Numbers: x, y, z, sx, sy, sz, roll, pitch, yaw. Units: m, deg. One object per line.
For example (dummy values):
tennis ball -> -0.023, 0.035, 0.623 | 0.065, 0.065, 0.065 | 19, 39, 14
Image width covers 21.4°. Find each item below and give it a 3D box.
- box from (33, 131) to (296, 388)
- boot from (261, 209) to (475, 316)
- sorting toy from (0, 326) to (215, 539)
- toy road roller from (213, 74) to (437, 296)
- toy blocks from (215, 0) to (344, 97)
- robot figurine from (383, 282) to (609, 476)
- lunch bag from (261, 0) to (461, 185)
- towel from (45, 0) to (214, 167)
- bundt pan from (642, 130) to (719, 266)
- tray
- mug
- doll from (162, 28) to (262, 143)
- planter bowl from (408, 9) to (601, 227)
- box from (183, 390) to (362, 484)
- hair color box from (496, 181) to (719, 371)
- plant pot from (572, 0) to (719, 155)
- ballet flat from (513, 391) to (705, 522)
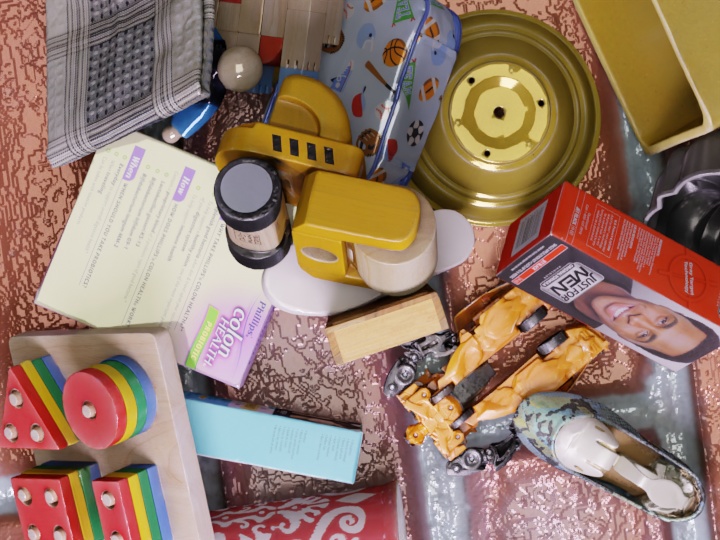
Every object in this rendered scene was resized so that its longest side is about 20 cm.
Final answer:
box -> -0.164, -0.015, 1.716 | 0.199, 0.097, 0.177 | 22, 90, 0
boot -> 0.000, 0.000, 1.693 | 0.199, 0.090, 0.073 | -13, 83, -18
sorting toy -> -0.237, 0.156, 1.662 | 0.199, 0.069, 0.200 | -3, 102, 42
toy road roller -> -0.024, -0.075, 1.585 | 0.199, 0.123, 0.147 | 14, 72, 8
toy blocks -> -0.093, -0.216, 1.690 | 0.199, 0.100, 0.138 | 12, 98, 34
robot figurine -> 0.120, 0.093, 1.737 | 0.200, 0.058, 0.145 | -38, 90, 0
lunch bag -> -0.004, -0.171, 1.702 | 0.160, 0.075, 0.201 | 20, 89, 37
towel -> -0.204, -0.209, 1.662 | 0.192, 0.034, 0.201 | -20, 58, 35
bundt pan -> 0.350, -0.057, 1.682 | 0.201, 0.202, 0.076 | 10, 54, 0
tray -> 0.021, 0.044, 1.664 | 0.098, 0.200, 0.037 | -19, 93, 0
mug -> -0.056, 0.285, 1.706 | 0.199, 0.133, 0.179 | -5, 89, 3
doll -> -0.166, -0.180, 1.678 | 0.199, 0.048, 0.137 | 6, 90, 41
planter bowl -> 0.123, -0.140, 1.721 | 0.199, 0.083, 0.202 | 0, 90, 0
box -> -0.099, 0.147, 1.725 | 0.199, 0.082, 0.049 | 11, 90, -1
hair color box -> 0.232, 0.008, 1.686 | 0.199, 0.101, 0.062 | 27, 59, -14
plant pot -> 0.321, -0.241, 1.674 | 0.199, 0.194, 0.196 | -26, 91, -9
ballet flat -> 0.229, 0.168, 1.705 | 0.199, 0.074, 0.075 | 25, 91, -19
